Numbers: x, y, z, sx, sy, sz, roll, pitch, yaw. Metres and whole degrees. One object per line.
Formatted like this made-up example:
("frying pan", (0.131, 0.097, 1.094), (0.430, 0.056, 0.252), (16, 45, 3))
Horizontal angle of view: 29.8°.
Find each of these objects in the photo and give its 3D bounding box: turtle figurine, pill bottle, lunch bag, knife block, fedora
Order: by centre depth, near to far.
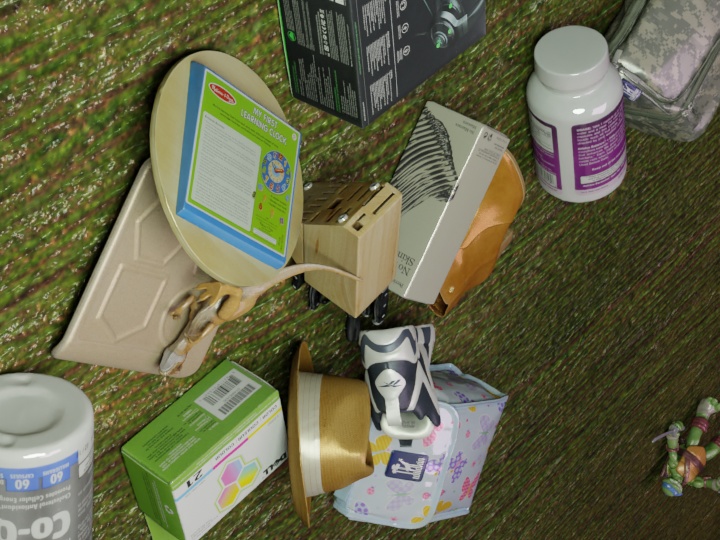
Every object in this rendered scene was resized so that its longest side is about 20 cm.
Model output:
("pill bottle", (-0.277, 0.195, 1.114), (0.114, 0.114, 0.201), (-26, 134, -43))
("knife block", (0.000, 0.000, 1.310), (0.064, 0.200, 0.176), (-46, 116, -23))
("fedora", (-0.028, 0.166, 1.390), (0.201, 0.081, 0.202), (-3, 90, -87))
("pill bottle", (0.252, -0.183, 1.579), (0.112, 0.112, 0.200), (-46, 146, -23))
("lunch bag", (0.065, 0.210, 1.609), (0.200, 0.127, 0.170), (3, 110, -49))
("lunch bag", (0.372, -0.279, 1.666), (0.168, 0.139, 0.200), (36, 83, -42))
("turtle figurine", (0.640, 0.331, 2.508), (0.194, 0.144, 0.200), (-49, 150, -25))

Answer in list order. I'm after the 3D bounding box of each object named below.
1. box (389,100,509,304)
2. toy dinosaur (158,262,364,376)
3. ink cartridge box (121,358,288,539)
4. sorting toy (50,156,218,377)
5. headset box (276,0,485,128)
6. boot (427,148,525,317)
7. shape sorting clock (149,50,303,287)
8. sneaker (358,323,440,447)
("box", (0.074, -0.071, 1.443), (0.068, 0.082, 0.201), (15, 100, -58))
("toy dinosaur", (-0.107, 0.018, 1.210), (0.200, 0.061, 0.106), (-31, 151, -1))
("ink cartridge box", (-0.143, 0.212, 1.354), (0.148, 0.076, 0.200), (-40, 141, -30))
("sorting toy", (-0.170, -0.001, 1.196), (0.185, 0.036, 0.200), (18, 103, -58))
("headset box", (0.027, -0.259, 1.215), (0.200, 0.093, 0.175), (-41, 142, -31))
("boot", (0.120, -0.042, 1.538), (0.144, 0.071, 0.202), (-48, 151, -26))
("shape sorting clock", (-0.110, -0.085, 1.136), (0.200, 0.039, 0.201), (14, 73, -55))
("sneaker", (0.046, 0.126, 1.479), (0.199, 0.079, 0.130), (37, 49, -85))
